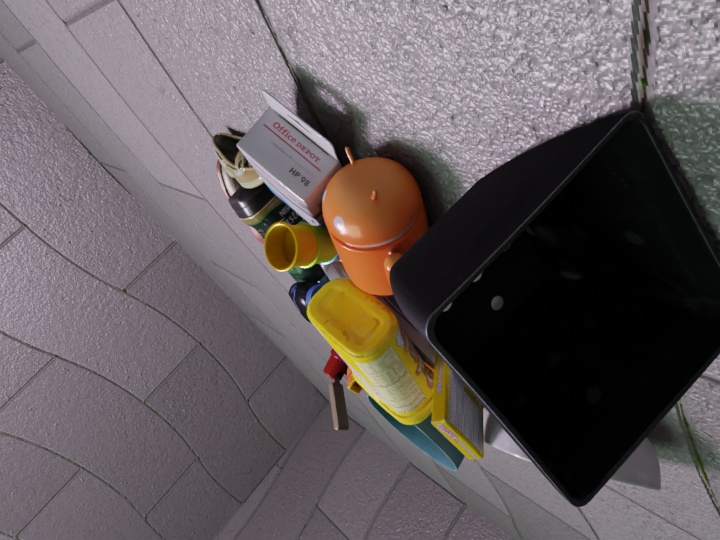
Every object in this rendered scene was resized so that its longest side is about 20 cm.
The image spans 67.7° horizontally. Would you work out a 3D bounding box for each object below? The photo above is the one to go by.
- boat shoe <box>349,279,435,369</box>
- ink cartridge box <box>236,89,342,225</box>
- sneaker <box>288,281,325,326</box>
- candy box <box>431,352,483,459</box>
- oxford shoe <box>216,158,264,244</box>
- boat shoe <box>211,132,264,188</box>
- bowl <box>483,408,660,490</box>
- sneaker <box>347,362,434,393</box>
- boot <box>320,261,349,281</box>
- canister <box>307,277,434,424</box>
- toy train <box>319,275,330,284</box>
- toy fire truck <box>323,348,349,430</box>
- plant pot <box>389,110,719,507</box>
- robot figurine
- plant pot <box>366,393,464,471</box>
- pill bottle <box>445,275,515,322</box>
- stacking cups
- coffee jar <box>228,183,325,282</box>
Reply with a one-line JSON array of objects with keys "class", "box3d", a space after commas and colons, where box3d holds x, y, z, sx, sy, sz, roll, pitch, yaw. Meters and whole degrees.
[{"class": "boat shoe", "box3d": [0.083, 0.055, 0.774, 0.200, 0.093, 0.075, 45, 169, -3]}, {"class": "ink cartridge box", "box3d": [-0.081, -0.127, 0.682, 0.116, 0.067, 0.200, 40, 175, 12]}, {"class": "sneaker", "box3d": [-0.042, 0.082, 0.926, 0.078, 0.070, 0.200, 10, 150, 48]}, {"class": "candy box", "box3d": [0.134, 0.138, 0.727, 0.026, 0.201, 0.102, -23, 127, 31]}, {"class": "oxford shoe", "box3d": [-0.194, -0.137, 1.013, 0.074, 0.071, 0.200, -5, 135, 31]}, {"class": "boat shoe", "box3d": [-0.182, -0.181, 0.841, 0.063, 0.073, 0.200, 52, 169, -32]}, {"class": "bowl", "box3d": [0.266, 0.216, 0.707, 0.199, 0.075, 0.200, 16, 171, -4]}, {"class": "sneaker", "box3d": [0.071, 0.171, 0.876, 0.199, 0.078, 0.073, -12, 146, 26]}, {"class": "boot", "box3d": [0.000, 0.000, 0.844, 0.201, 0.095, 0.074, 55, 177, -13]}, {"class": "canister", "box3d": [0.022, 0.113, 0.742, 0.148, 0.087, 0.200, 35, 165, 41]}, {"class": "toy train", "box3d": [-0.025, 0.044, 0.975, 0.149, 0.056, 0.200, 21, 170, -24]}, {"class": "toy fire truck", "box3d": [0.006, 0.199, 1.041, 0.175, 0.201, 0.129, 27, -178, -33]}, {"class": "plant pot", "box3d": [0.137, 0.020, 0.440, 0.200, 0.200, 0.177, 48, 172, -20]}, {"class": "robot figurine", "box3d": [0.021, -0.050, 0.630, 0.116, 0.145, 0.200, 10, 149, 22]}, {"class": "plant pot", "box3d": [0.137, 0.228, 0.966, 0.200, 0.161, 0.201, 37, 162, 14]}, {"class": "pill bottle", "box3d": [0.147, 0.067, 0.641, 0.111, 0.111, 0.200, 26, 156, 42]}, {"class": "stacking cups", "box3d": [-0.033, -0.032, 0.710, 0.060, 0.061, 0.199, 30, -160, 34]}, {"class": "coffee jar", "box3d": [-0.123, -0.076, 0.902, 0.200, 0.104, 0.085, 50, 158, -26]}]
